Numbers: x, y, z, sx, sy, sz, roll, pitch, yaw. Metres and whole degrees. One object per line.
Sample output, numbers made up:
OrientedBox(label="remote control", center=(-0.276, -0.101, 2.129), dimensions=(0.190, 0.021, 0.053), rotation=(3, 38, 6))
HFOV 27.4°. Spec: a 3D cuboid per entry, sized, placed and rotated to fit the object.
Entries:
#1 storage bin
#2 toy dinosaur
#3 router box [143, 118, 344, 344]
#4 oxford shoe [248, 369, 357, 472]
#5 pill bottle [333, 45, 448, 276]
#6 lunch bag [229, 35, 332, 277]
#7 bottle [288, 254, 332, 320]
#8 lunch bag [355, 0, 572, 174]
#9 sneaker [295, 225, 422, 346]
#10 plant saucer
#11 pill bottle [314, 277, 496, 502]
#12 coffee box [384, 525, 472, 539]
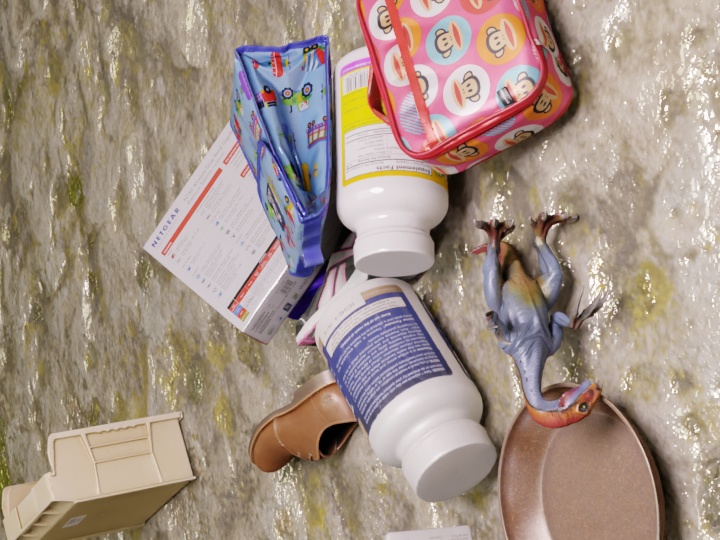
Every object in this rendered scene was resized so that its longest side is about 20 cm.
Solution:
OrientedBox(label="storage bin", center=(-0.344, 0.276, 1.911), dimensions=(0.200, 0.198, 0.094), rotation=(-43, 60, 50))
OrientedBox(label="toy dinosaur", center=(0.151, 0.043, 1.225), dimensions=(0.200, 0.105, 0.182), rotation=(79, -173, -79))
OrientedBox(label="router box", center=(-0.108, -0.055, 1.537), dimensions=(0.179, 0.049, 0.200), rotation=(38, 94, 35))
OrientedBox(label="oxford shoe", center=(-0.061, 0.178, 1.577), dimensions=(0.200, 0.071, 0.071), rotation=(-46, 59, 47))
OrientedBox(label="pill bottle", center=(0.028, -0.100, 1.358), dimensions=(0.104, 0.104, 0.201), rotation=(-30, 56, 54))
OrientedBox(label="lunch bag", center=(-0.060, -0.095, 1.401), dimensions=(0.151, 0.094, 0.201), rotation=(107, 151, -67))
OrientedBox(label="bottle", center=(-0.078, -0.046, 1.592), dimensions=(0.084, 0.065, 0.200), rotation=(-50, 51, 38))
OrientedBox(label="lunch bag", center=(0.077, -0.190, 1.272), dimensions=(0.176, 0.082, 0.200), rotation=(-28, 64, 27))
OrientedBox(label="sneaker", center=(0.000, 0.000, 1.476), dimensions=(0.200, 0.080, 0.086), rotation=(-46, 48, 34))
OrientedBox(label="plant saucer", center=(0.187, 0.192, 1.215), dimensions=(0.200, 0.037, 0.201), rotation=(6, 96, 58))
OrientedBox(label="pill bottle", center=(0.044, 0.111, 1.365), dimensions=(0.200, 0.111, 0.111), rotation=(59, 138, 37))
OrientedBox(label="coffee box", center=(0.066, 0.338, 1.274), dimensions=(0.114, 0.079, 0.200), rotation=(98, 166, -56))
